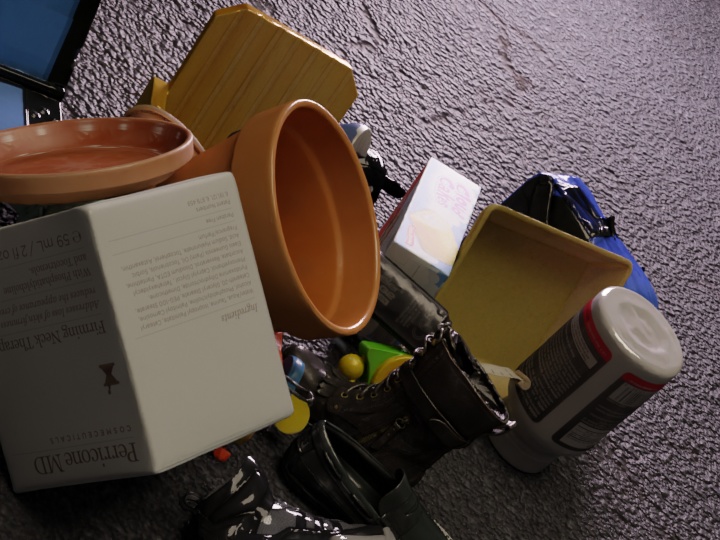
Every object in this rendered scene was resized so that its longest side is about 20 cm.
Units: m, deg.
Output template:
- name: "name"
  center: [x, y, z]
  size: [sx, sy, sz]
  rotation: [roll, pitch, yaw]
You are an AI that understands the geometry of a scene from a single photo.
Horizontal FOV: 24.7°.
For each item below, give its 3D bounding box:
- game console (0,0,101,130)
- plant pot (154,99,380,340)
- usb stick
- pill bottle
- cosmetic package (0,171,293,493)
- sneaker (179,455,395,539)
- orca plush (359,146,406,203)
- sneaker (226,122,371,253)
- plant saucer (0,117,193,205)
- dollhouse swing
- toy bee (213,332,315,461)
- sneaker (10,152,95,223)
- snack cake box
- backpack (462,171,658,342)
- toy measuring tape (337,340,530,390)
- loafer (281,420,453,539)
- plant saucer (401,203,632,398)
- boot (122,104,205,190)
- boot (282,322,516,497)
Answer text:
- name: "game console"
  center: [-0.338, -0.200, 1.487]
  size: [0.199, 0.118, 0.171]
  rotation: [19, 40, -32]
- name: "plant pot"
  center: [-0.086, -0.031, 1.391]
  size: [0.200, 0.139, 0.201]
  rotation: [40, 44, -54]
- name: "usb stick"
  center: [0.000, 0.000, 1.571]
  size: [0.200, 0.056, 0.033]
  rotation: [41, -11, 1]
- name: "pill bottle"
  center: [0.218, 0.116, 1.649]
  size: [0.110, 0.200, 0.111]
  rotation: [28, 36, -23]
- name: "cosmetic package"
  center: [-0.182, 0.046, 1.266]
  size: [0.166, 0.167, 0.201]
  rotation: [-19, 95, -52]
- name: "sneaker"
  center: [-0.060, 0.209, 1.364]
  size: [0.199, 0.075, 0.114]
  rotation: [-4, 58, -45]
- name: "orca plush"
  center: [0.008, -0.070, 1.653]
  size: [0.071, 0.200, 0.106]
  rotation: [15, 61, -1]
- name: "sneaker"
  center: [-0.084, -0.068, 1.526]
  size: [0.115, 0.200, 0.081]
  rotation: [29, -4, 17]
- name: "plant saucer"
  center: [-0.235, -0.088, 1.339]
  size: [0.199, 0.033, 0.200]
  rotation: [-2, 18, 1]
- name: "dollhouse swing"
  center: [-0.107, -0.120, 1.592]
  size: [0.199, 0.176, 0.182]
  rotation: [28, 36, -24]
- name: "toy bee"
  center: [-0.108, 0.104, 1.428]
  size: [0.131, 0.109, 0.200]
  rotation: [38, 8, 4]
- name: "sneaker"
  center: [-0.290, -0.039, 1.397]
  size: [0.118, 0.074, 0.200]
  rotation: [47, 24, -4]
- name: "snack cake box"
  center: [0.053, -0.018, 1.687]
  size: [0.067, 0.115, 0.200]
  rotation: [31, 32, -4]
- name: "backpack"
  center: [0.237, 0.011, 1.823]
  size: [0.167, 0.163, 0.200]
  rotation: [1, 51, -50]
- name: "toy measuring tape"
  center: [0.067, 0.116, 1.594]
  size: [0.199, 0.074, 0.074]
  rotation: [11, 44, -23]
- name: "loafer"
  center: [0.021, 0.210, 1.455]
  size: [0.200, 0.070, 0.068]
  rotation: [40, 34, -6]
- name: "plant saucer"
  center: [0.152, 0.035, 1.694]
  size: [0.199, 0.201, 0.048]
  rotation: [21, 19, -31]
- name: "boot"
  center: [-0.185, -0.030, 1.446]
  size: [0.155, 0.076, 0.201]
  rotation: [-59, 142, -55]
- name: "boot"
  center: [0.031, 0.104, 1.488]
  size: [0.200, 0.174, 0.069]
  rotation: [48, 33, 7]
